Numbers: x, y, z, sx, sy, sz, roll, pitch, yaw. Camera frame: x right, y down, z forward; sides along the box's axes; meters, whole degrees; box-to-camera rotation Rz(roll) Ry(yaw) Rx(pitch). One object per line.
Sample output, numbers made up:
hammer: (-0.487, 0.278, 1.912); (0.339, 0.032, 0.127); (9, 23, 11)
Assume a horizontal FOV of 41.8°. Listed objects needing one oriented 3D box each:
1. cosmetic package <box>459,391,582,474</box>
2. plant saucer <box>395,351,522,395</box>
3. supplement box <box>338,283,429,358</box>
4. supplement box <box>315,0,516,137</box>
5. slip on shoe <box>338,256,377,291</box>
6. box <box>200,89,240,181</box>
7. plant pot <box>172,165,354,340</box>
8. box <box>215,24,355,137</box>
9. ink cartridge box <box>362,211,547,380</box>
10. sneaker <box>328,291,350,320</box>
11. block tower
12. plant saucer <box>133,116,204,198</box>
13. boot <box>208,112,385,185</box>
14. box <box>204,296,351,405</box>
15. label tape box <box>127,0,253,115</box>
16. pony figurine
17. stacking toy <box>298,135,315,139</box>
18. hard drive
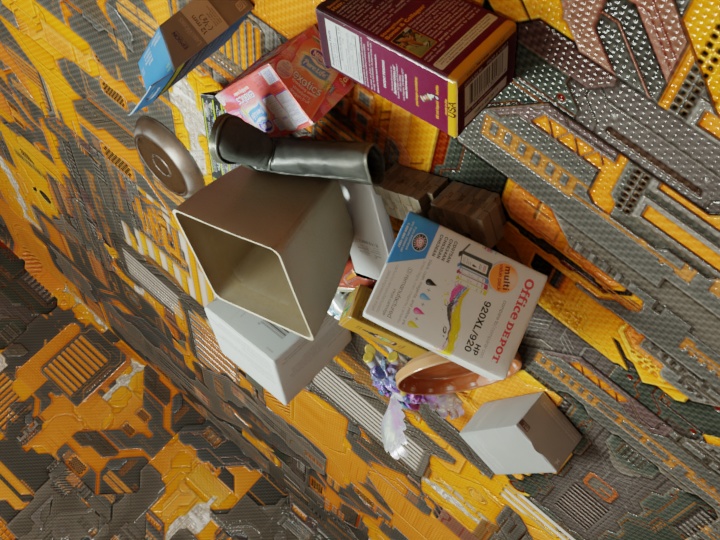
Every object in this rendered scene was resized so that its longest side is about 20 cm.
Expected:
cosmetic package: (0.262, 0.273, 1.562); (0.107, 0.090, 0.200); (49, 153, -7)
plant saucer: (0.151, 0.151, 1.465); (0.201, 0.197, 0.033); (116, 149, -64)
supplement box: (0.069, 0.093, 1.526); (0.198, 0.070, 0.067); (22, 159, -12)
supplement box: (0.060, -0.249, 1.042); (0.199, 0.110, 0.086); (34, 154, 26)
slip on shoe: (0.000, 0.000, 1.574); (0.198, 0.074, 0.062); (15, 142, 40)
box: (-0.198, -0.184, 1.516); (0.160, 0.044, 0.203); (23, 123, 59)
plant pot: (-0.118, -0.053, 1.375); (0.198, 0.178, 0.201); (22, 149, 30)
box: (-0.109, -0.253, 1.327); (0.103, 0.095, 0.199); (52, 155, -16)
ink cartridge box: (0.120, 0.036, 1.243); (0.198, 0.149, 0.145); (25, 176, 1)
sneaker: (-0.052, 0.013, 1.683); (0.199, 0.075, 0.087); (40, 150, 13)
block tower: (0.109, -0.089, 1.281); (0.199, 0.054, 0.058); (24, 148, 41)
plant saucer: (-0.397, -0.221, 1.920); (0.199, 0.032, 0.201); (37, 155, 20)
boot: (-0.081, -0.155, 1.256); (0.197, 0.074, 0.181); (15, -174, 21)
box: (-0.155, 0.104, 1.829); (0.199, 0.199, 0.172); (33, 154, 28)
label tape box: (-0.259, -0.318, 1.339); (0.066, 0.200, 0.143); (50, 155, -10)
pony figurine: (0.080, 0.215, 1.719); (0.201, 0.165, 0.194); (58, -175, -33)
stacking toy: (-0.104, -0.155, 1.472); (0.086, 0.085, 0.200); (47, 158, -5)
hard drive: (0.004, -0.084, 1.405); (0.131, 0.026, 0.203); (20, 129, 60)
